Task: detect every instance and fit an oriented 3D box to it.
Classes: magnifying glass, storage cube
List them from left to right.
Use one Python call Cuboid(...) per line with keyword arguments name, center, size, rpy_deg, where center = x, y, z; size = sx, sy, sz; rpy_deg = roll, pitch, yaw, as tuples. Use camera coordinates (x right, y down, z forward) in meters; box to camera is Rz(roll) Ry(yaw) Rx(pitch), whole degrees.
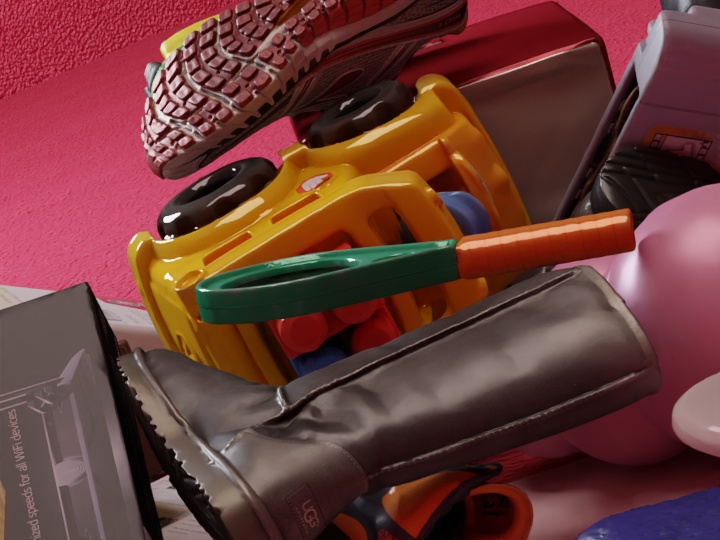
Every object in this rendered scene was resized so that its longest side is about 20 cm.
Cuboid(name="magnifying glass", center=(0.024, -0.003, 1.302), size=(0.199, 0.022, 0.080), rpy_deg=(-8, 8, 8))
Cuboid(name="storage cube", center=(0.069, -0.039, 1.637), size=(0.199, 0.171, 0.180), rpy_deg=(-18, 12, 0))

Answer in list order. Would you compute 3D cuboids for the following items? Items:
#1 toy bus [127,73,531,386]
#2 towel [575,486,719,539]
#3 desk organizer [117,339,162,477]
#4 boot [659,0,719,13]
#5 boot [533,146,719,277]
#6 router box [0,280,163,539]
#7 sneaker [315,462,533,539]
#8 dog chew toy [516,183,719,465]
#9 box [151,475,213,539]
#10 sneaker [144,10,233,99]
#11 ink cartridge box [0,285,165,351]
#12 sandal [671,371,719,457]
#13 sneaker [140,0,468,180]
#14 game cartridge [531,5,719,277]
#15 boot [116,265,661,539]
Cuboid(name="toy bus", center=(0.000, 0.000, 1.444), size=(0.200, 0.136, 0.192), rpy_deg=(-31, 12, -6))
Cuboid(name="towel", center=(0.170, 0.121, 1.076), size=(0.147, 0.050, 0.200), rpy_deg=(-13, 10, -10))
Cuboid(name="desk organizer", center=(-0.168, 0.099, 1.470), size=(0.077, 0.072, 0.200), rpy_deg=(-23, -5, -27))
Cuboid(name="boot", center=(0.216, -0.102, 1.541), size=(0.073, 0.204, 0.154), rpy_deg=(-25, 50, 20))
Cuboid(name="boot", center=(0.181, 0.009, 1.452), size=(0.199, 0.068, 0.131), rpy_deg=(15, -39, -13))
Cuboid(name="router box", center=(-0.170, 0.118, 1.291), size=(0.157, 0.052, 0.200), rpy_deg=(-18, 54, 2))
Cuboid(name="sneaker", center=(0.035, 0.103, 1.312), size=(0.112, 0.078, 0.200), rpy_deg=(-6, 26, 28))
Cuboid(name="dog chew toy", center=(0.134, 0.034, 1.349), size=(0.200, 0.125, 0.124), rpy_deg=(-19, 9, 39))
Cuboid(name="box", center=(-0.097, 0.139, 1.414), size=(0.200, 0.036, 0.144), rpy_deg=(-26, 14, -29))
Cuboid(name="sneaker", center=(-0.022, -0.127, 1.622), size=(0.200, 0.078, 0.085), rpy_deg=(-31, 20, -3))
Cuboid(name="ink cartridge box", center=(-0.200, 0.055, 1.639), size=(0.199, 0.084, 0.145), rpy_deg=(7, 5, -17))
Cuboid(name="sandal", center=(0.231, 0.066, 1.226), size=(0.202, 0.050, 0.082), rpy_deg=(-8, 23, -14))
Cuboid(name="sneaker", center=(-0.026, -0.106, 1.535), size=(0.200, 0.082, 0.078), rpy_deg=(-33, 41, 2))
Cuboid(name="game cartridge", center=(0.178, -0.046, 1.453), size=(0.133, 0.200, 0.042), rpy_deg=(10, 47, -11))
Cuboid(name="boot", center=(0.009, 0.046, 1.270), size=(0.200, 0.073, 0.182), rpy_deg=(-32, 38, -10))
